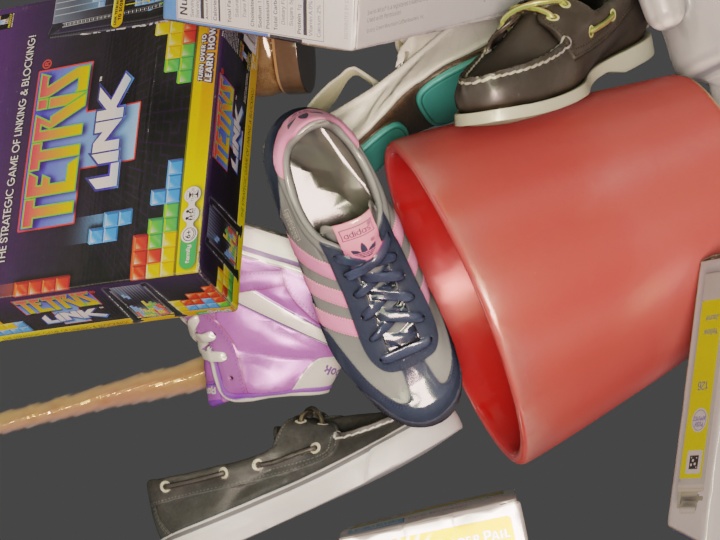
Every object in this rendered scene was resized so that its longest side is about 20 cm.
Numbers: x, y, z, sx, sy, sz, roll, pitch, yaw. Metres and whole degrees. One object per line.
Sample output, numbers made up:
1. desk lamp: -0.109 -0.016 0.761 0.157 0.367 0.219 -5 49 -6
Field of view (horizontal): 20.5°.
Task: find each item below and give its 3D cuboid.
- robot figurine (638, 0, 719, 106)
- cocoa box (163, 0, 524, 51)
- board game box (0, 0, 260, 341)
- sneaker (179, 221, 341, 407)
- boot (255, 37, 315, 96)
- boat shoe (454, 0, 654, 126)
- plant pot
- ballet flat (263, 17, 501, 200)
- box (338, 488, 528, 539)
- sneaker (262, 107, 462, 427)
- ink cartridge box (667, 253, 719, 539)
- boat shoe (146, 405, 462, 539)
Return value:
1. robot figurine: 0.221 -0.189 1.172 0.168 0.113 0.202 -13 84 -37
2. cocoa box: -0.003 -0.207 1.113 0.130 0.199 0.135 12 109 30
3. board game box: -0.146 -0.068 1.154 0.164 0.057 0.202 -8 62 20
4. sneaker: -0.101 0.019 1.206 0.199 0.073 0.115 19 94 7
5. boot: -0.075 -0.207 1.220 0.075 0.074 0.203 -4 89 14
6. boat shoe: 0.106 -0.130 1.133 0.071 0.201 0.061 -1 108 31
7. plant pot: 0.130 -0.015 1.140 0.176 0.200 0.202 -23 85 -6
8. ballet flat: 0.023 -0.109 1.212 0.199 0.069 0.070 -35 85 2
9. box: 0.060 0.239 1.165 0.111 0.101 0.202 -11 86 3
10. sneaker: 0.000 0.000 1.137 0.070 0.082 0.201 -29 90 -7
11. ink cartridge box: 0.258 0.113 1.073 0.196 0.047 0.202 17 78 -26
12. boat shoe: -0.037 0.116 1.197 0.198 0.069 0.057 -25 85 4
